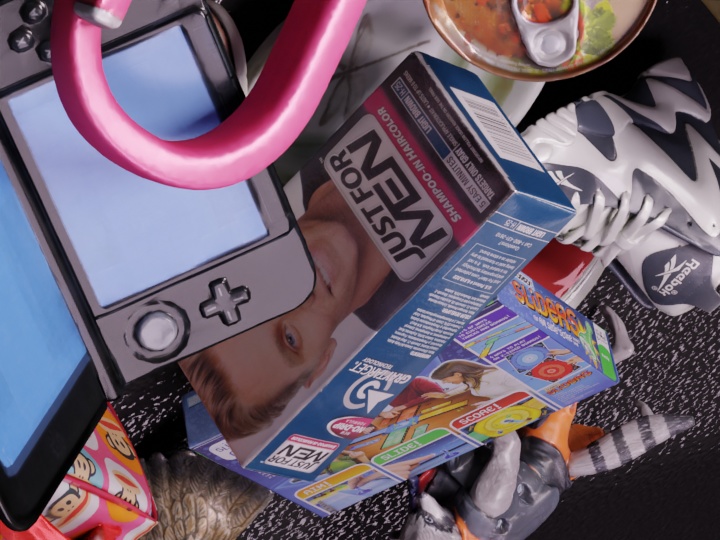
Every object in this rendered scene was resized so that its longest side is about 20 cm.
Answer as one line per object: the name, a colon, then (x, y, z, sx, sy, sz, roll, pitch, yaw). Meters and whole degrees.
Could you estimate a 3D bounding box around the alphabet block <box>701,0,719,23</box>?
alphabet block: (0.298, -0.180, 1.493, 0.196, 0.200, 0.196, -6, 141, -39)

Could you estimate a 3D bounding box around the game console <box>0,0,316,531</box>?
game console: (-0.118, -0.018, 1.307, 0.175, 0.116, 0.201, -23, 118, -3)

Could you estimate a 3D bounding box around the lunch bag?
lunch bag: (-0.177, 0.074, 1.408, 0.082, 0.176, 0.200, -39, 150, 9)

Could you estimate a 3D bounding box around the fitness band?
fitness band: (-0.056, -0.133, 1.294, 0.143, 0.037, 0.201, 29, 84, -43)

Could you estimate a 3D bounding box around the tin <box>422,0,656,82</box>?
tin: (0.075, -0.181, 1.337, 0.111, 0.042, 0.201, -6, 120, 8)

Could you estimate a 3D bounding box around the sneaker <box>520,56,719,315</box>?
sneaker: (0.139, -0.025, 1.583, 0.199, 0.130, 0.079, -26, 170, -49)

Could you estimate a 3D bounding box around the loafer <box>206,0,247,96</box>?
loafer: (-0.106, -0.042, 1.415, 0.063, 0.072, 0.200, -14, 144, -32)

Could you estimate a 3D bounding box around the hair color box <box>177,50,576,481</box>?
hair color box: (0.000, 0.000, 1.455, 0.200, 0.100, 0.060, -46, 148, 20)

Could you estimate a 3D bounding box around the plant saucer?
plant saucer: (0.005, -0.096, 1.471, 0.200, 0.050, 0.200, -25, 149, -16)

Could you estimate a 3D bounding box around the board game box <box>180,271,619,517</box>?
board game box: (0.022, 0.065, 1.613, 0.199, 0.035, 0.135, -26, 147, 23)

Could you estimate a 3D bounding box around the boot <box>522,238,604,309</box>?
boot: (0.040, -0.001, 1.630, 0.200, 0.073, 0.144, -32, 149, 3)

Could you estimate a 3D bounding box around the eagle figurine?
eagle figurine: (-0.091, 0.199, 1.717, 0.200, 0.151, 0.151, 90, 22, -74)

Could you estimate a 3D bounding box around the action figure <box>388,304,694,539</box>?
action figure: (0.100, 0.110, 1.818, 0.193, 0.105, 0.200, -39, 154, -12)
